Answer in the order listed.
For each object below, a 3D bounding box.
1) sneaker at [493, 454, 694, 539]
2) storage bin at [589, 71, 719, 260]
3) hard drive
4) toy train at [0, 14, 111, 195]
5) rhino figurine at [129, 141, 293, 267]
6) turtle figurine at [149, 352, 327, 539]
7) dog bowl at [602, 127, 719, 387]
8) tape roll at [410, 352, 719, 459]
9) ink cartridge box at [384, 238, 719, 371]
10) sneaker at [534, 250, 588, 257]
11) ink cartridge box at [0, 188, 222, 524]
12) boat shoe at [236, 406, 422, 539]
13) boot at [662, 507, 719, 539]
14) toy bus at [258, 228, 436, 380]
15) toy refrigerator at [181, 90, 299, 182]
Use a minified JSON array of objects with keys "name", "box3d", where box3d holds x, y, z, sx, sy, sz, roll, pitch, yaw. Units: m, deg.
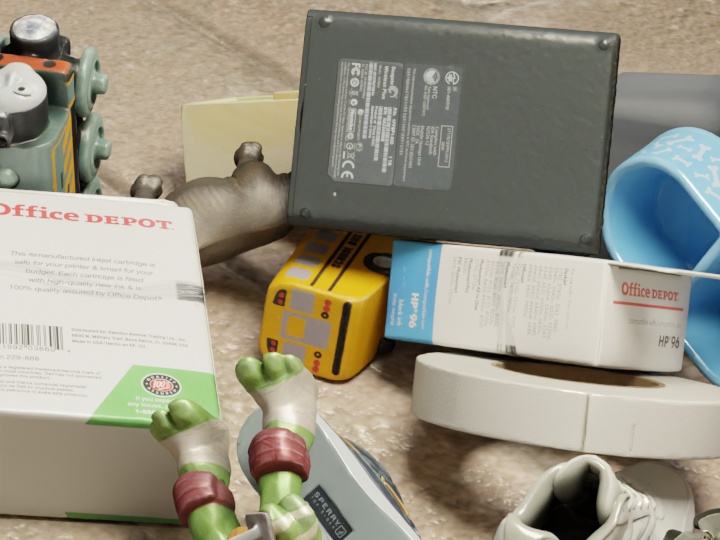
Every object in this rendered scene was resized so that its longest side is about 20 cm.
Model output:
[{"name":"sneaker","box3d":[0.139,0.144,1.331,0.078,0.099,0.200,27,32,25]},{"name":"storage bin","box3d":[0.231,-0.052,1.636,0.134,0.200,0.146,11,25,26]},{"name":"hard drive","box3d":[0.060,-0.088,1.479,0.200,0.140,0.033,6,-1,9]},{"name":"toy train","box3d":[-0.208,-0.061,1.480,0.085,0.200,0.114,8,41,4]},{"name":"rhino figurine","box3d":[-0.074,-0.045,1.561,0.200,0.060,0.087,-19,26,3]},{"name":"turtle figurine","box3d":[-0.081,0.133,1.191,0.200,0.144,0.194,9,47,-16]},{"name":"dog bowl","box3d":[0.231,-0.001,1.521,0.050,0.111,0.200,-17,62,-40]},{"name":"tape roll","box3d":[0.130,0.081,1.424,0.203,0.037,0.203,7,3,0]},{"name":"ink cartridge box","box3d":[0.130,0.024,1.483,0.200,0.068,0.116,6,1,35]},{"name":"sneaker","box3d":[0.086,-0.075,1.543,0.200,0.071,0.083,38,1,-18]},{"name":"ink cartridge box","box3d":[-0.166,0.047,1.374,0.146,0.084,0.200,5,39,-14]},{"name":"boat shoe","box3d":[0.010,0.159,1.290,0.200,0.071,0.091,58,11,27]},{"name":"boot","box3d":[0.204,0.203,1.279,0.131,0.068,0.200,30,24,18]},{"name":"toy bus","box3d":[0.000,0.000,1.578,0.078,0.065,0.200,15,28,10]},{"name":"toy refrigerator","box3d":[-0.022,-0.096,1.652,0.200,0.070,0.076,0,8,27]}]
